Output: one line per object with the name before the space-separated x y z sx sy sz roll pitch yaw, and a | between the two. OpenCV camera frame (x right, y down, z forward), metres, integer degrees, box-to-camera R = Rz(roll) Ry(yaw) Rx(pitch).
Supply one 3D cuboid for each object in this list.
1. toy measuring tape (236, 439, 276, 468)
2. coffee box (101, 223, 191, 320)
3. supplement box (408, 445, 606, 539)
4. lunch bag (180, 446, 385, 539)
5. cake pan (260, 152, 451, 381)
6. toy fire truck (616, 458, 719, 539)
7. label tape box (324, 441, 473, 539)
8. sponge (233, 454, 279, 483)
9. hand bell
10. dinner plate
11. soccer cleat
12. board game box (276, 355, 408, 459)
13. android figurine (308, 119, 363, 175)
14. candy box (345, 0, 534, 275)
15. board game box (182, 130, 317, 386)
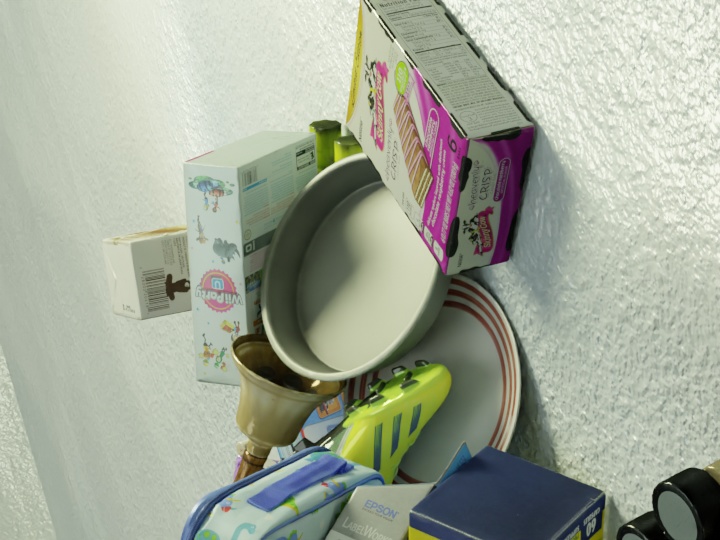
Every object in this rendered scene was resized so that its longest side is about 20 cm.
toy measuring tape | -0.029 0.173 1.579 0.200 0.073 0.074 29 131 35
coffee box | -0.143 -0.009 1.793 0.114 0.199 0.080 -173 73 -67
supplement box | 0.109 0.256 1.370 0.109 0.109 0.201 19 124 31
lunch bag | -0.063 0.226 1.384 0.082 0.200 0.162 21 113 27
cake pan | 0.000 0.000 1.521 0.200 0.037 0.201 -18 61 36
toy fire truck | 0.236 0.223 1.086 0.200 0.128 0.176 57 152 20
label tape box | 0.024 0.238 1.395 0.063 0.200 0.144 18 152 30
sponge | -0.087 0.276 1.682 0.030 0.111 0.201 3 80 36
hand bell | -0.092 0.167 1.563 0.104 0.104 0.201 47 123 53
dinner plate | 0.061 0.102 1.487 0.200 0.024 0.201 -11 74 43
soccer cleat | 0.009 0.149 1.484 0.084 0.200 0.065 49 -158 -4
board game box | 0.005 0.155 1.613 0.200 0.036 0.152 -21 86 45
android figurine | -0.015 -0.033 1.676 0.182 0.041 0.201 -146 49 -61
candy box | 0.057 -0.114 1.421 0.200 0.061 0.137 -121 28 -42
board game box | -0.092 -0.013 1.627 0.064 0.147 0.201 5 107 27
